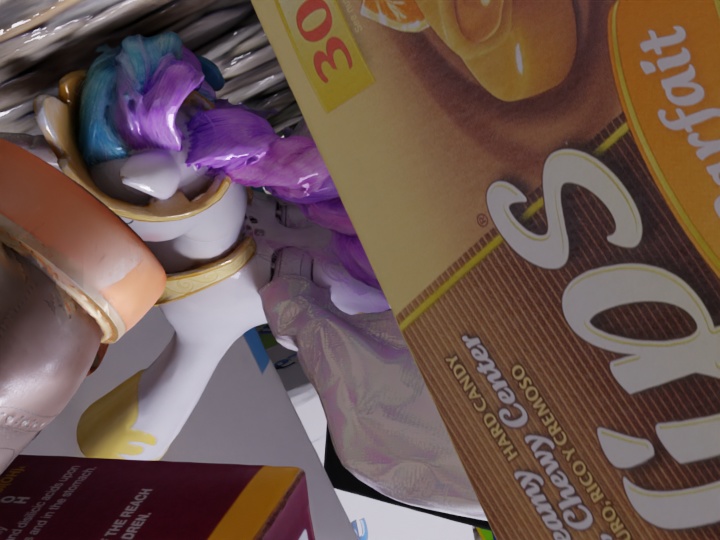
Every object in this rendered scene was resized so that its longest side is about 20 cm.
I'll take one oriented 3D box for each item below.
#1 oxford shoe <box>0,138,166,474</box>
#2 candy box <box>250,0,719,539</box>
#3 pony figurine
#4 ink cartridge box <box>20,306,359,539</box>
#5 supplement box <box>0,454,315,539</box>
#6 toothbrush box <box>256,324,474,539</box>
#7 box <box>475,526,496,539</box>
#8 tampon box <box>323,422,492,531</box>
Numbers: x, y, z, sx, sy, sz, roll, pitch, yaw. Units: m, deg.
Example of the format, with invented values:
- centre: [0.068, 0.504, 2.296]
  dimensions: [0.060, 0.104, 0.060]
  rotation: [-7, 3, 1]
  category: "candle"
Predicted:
- centre: [-0.104, 0.020, 0.675]
  dimensions: [0.073, 0.071, 0.200]
  rotation: [-54, -175, -15]
  category: "oxford shoe"
- centre: [0.058, -0.019, 0.482]
  dimensions: [0.115, 0.200, 0.055]
  rotation: [-29, 174, 41]
  category: "candy box"
- centre: [0.000, 0.000, 0.746]
  dimensions: [0.193, 0.167, 0.200]
  rotation: [3, 159, 2]
  category: "pony figurine"
- centre: [-0.132, 0.079, 0.919]
  dimensions: [0.146, 0.147, 0.200]
  rotation: [-24, 176, -37]
  category: "ink cartridge box"
- centre: [-0.109, 0.113, 0.734]
  dimensions: [0.200, 0.111, 0.086]
  rotation: [1, -152, 23]
  category: "supplement box"
- centre: [-0.054, 0.087, 1.024]
  dimensions: [0.086, 0.146, 0.200]
  rotation: [-22, -160, -35]
  category: "toothbrush box"
- centre: [0.055, 0.027, 1.024]
  dimensions: [0.064, 0.200, 0.070]
  rotation: [-28, 175, 24]
  category: "box"
- centre: [0.107, 0.006, 0.874]
  dimensions: [0.200, 0.150, 0.126]
  rotation: [13, -164, 29]
  category: "tampon box"
